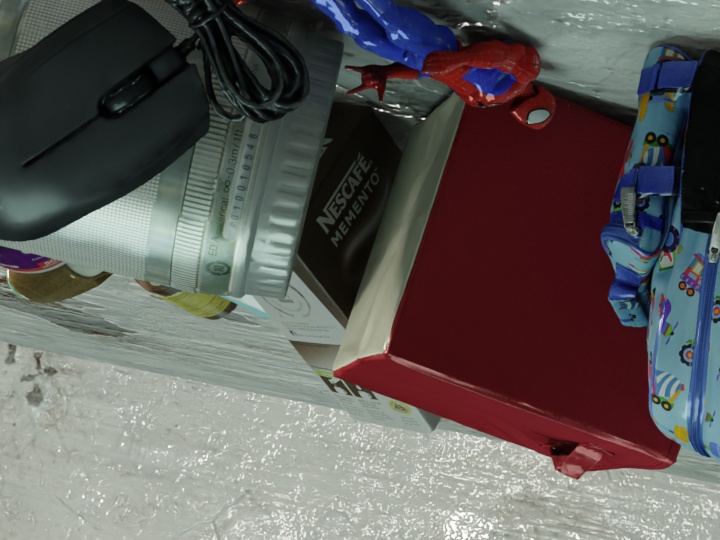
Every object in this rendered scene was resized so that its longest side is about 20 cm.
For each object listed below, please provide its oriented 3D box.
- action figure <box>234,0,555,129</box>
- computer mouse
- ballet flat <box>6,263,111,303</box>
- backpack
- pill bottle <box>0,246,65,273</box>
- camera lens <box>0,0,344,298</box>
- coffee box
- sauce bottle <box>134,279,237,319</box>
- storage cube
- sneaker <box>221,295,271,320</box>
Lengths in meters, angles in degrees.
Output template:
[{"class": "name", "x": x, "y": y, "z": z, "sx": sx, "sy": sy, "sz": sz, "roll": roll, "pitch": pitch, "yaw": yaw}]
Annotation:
[{"class": "action figure", "x": 0.028, "y": -0.114, "z": 0.977, "sx": 0.199, "sy": 0.052, "sz": 0.065, "roll": 18, "pitch": 165, "yaw": -37}, {"class": "computer mouse", "x": -0.138, "y": -0.080, "z": 0.923, "sx": 0.139, "sy": 0.199, "sz": 0.053, "roll": 50, "pitch": -159, "yaw": -17}, {"class": "ballet flat", "x": -0.203, "y": -0.026, "z": 1.597, "sx": 0.072, "sy": 0.068, "sz": 0.199, "roll": -22, "pitch": 178, "yaw": 44}, {"class": "backpack", "x": 0.194, "y": 0.007, "z": 0.971, "sx": 0.134, "sy": 0.202, "sz": 0.183, "roll": 10, "pitch": 171, "yaw": 18}, {"class": "pill bottle", "x": -0.273, "y": -0.069, "z": 1.454, "sx": 0.112, "sy": 0.113, "sz": 0.200, "roll": 12, "pitch": 171, "yaw": 8}, {"class": "camera lens", "x": -0.121, "y": -0.077, "z": 1.042, "sx": 0.198, "sy": 0.161, "sz": 0.160, "roll": 14, "pitch": 171, "yaw": -1}, {"class": "coffee box", "x": 0.000, "y": 0.000, "z": 1.256, "sx": 0.079, "sy": 0.115, "sz": 0.200, "roll": 7, "pitch": 146, "yaw": 43}, {"class": "sauce bottle", "x": -0.184, "y": -0.003, "z": 1.869, "sx": 0.064, "sy": 0.065, "sz": 0.200, "roll": 9, "pitch": 168, "yaw": 25}, {"class": "storage cube", "x": 0.103, "y": 0.008, "z": 1.134, "sx": 0.179, "sy": 0.201, "sz": 0.171, "roll": 21, "pitch": 170, "yaw": -8}, {"class": "sneaker", "x": -0.083, "y": -0.044, "z": 1.333, "sx": 0.199, "sy": 0.080, "sz": 0.131, "roll": 18, "pitch": 131, "yaw": -30}]
